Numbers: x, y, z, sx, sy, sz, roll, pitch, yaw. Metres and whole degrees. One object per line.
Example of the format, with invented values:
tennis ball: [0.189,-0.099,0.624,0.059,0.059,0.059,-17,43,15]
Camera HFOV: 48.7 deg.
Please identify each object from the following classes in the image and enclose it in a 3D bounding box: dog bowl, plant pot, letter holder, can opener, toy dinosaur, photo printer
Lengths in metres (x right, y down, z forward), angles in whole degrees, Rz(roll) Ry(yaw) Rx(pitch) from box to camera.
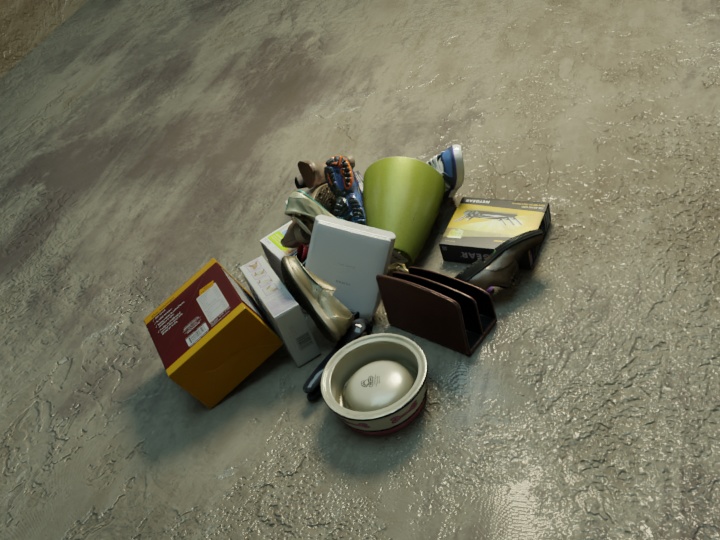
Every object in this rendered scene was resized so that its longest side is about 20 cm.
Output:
dog bowl: [0.032,0.210,1.439,0.198,0.074,0.201,-12,41,10]
plant pot: [0.081,-0.109,1.723,0.186,0.187,0.201,-2,57,21]
letter holder: [0.142,0.051,1.521,0.199,0.143,0.101,19,52,38]
can opener: [-0.043,0.168,1.533,0.078,0.064,0.201,14,60,38]
toy dinosaur: [0.000,0.000,1.662,0.198,0.102,0.058,11,18,-3]
photo printer: [-0.031,0.004,1.594,0.165,0.202,0.070,15,19,1]

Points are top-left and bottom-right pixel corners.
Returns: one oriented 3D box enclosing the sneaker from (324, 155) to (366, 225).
sneaker: [-0.021,-0.146,1.710,0.075,0.202,0.078,-9,-2,20]

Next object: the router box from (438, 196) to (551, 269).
router box: [0.286,-0.082,1.687,0.199,0.052,0.158,6,47,28]

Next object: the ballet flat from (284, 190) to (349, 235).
ballet flat: [-0.068,-0.087,1.634,0.199,0.070,0.070,31,47,-9]

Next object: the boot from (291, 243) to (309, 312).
boot: [-0.064,-0.017,1.686,0.199,0.145,0.072,-32,39,-18]

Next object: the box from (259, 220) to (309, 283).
box: [-0.105,-0.059,1.784,0.199,0.102,0.112,-33,41,-16]

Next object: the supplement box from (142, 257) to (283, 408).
supplement box: [-0.298,0.123,1.592,0.197,0.133,0.200,-41,41,-1]

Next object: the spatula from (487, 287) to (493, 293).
spatula: [0.170,0.033,1.625,0.199,0.021,0.057,1,26,28]

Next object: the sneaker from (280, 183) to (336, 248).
sneaker: [-0.113,-0.120,1.724,0.075,0.071,0.200,-18,25,35]

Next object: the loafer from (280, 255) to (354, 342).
loafer: [-0.084,0.048,1.538,0.067,0.076,0.201,-30,75,-22]

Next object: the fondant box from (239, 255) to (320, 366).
fondant box: [-0.164,0.080,1.613,0.058,0.145,0.200,-30,40,-12]

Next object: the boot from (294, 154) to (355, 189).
boot: [-0.081,-0.251,1.957,0.145,0.071,0.200,-21,2,-17]

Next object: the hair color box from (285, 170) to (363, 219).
hair color box: [-0.073,-0.160,1.921,0.199,0.061,0.100,-24,39,-4]

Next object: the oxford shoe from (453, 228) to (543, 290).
oxford shoe: [0.283,-0.008,1.559,0.199,0.073,0.085,-36,85,-1]

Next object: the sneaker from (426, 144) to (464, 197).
sneaker: [0.148,-0.211,1.785,0.145,0.200,0.081,-6,72,-5]
